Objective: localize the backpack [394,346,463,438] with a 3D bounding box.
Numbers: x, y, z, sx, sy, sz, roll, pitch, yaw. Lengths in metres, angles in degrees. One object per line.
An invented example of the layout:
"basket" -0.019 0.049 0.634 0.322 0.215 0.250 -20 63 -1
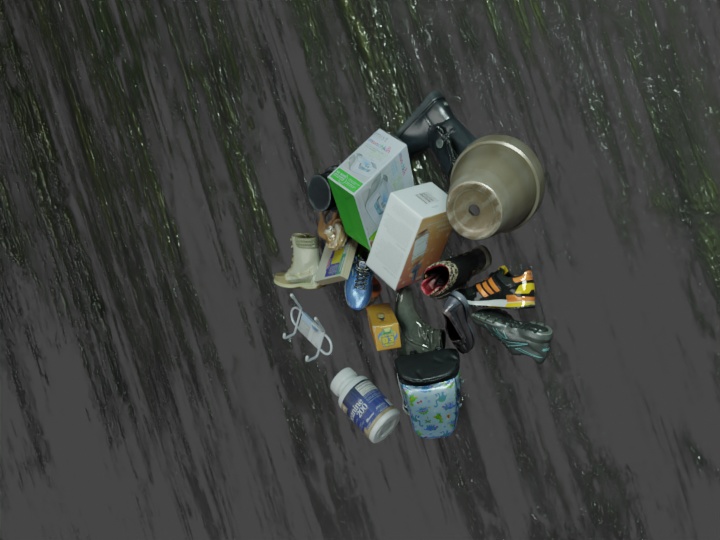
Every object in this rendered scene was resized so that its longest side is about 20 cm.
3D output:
"backpack" 0.172 0.303 1.637 0.203 0.158 0.156 82 180 -48

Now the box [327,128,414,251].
"box" 0.032 -0.183 1.557 0.096 0.176 0.202 35 159 32

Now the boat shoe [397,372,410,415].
"boat shoe" 0.136 0.344 1.758 0.073 0.066 0.205 -19 89 48

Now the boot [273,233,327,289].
"boot" -0.184 -0.029 1.973 0.196 0.071 0.159 3 106 41

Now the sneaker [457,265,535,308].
"sneaker" 0.297 0.035 1.492 0.197 0.069 0.093 2 89 47

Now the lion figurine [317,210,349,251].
"lion figurine" -0.071 -0.110 1.746 0.200 0.071 0.126 -178 105 -74

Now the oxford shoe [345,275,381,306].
"oxford shoe" -0.028 0.012 1.822 0.201 0.070 0.074 50 137 22

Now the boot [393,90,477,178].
"boot" 0.161 -0.270 1.518 0.200 0.075 0.170 -47 65 38

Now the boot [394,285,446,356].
"boot" 0.156 0.139 1.681 0.128 0.067 0.206 11 116 37

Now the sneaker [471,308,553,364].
"sneaker" 0.323 0.142 1.485 0.197 0.074 0.082 20 120 42

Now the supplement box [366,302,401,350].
"supplement box" 0.056 0.138 1.694 0.200 0.065 0.071 -110 12 -80

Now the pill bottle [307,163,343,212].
"pill bottle" -0.030 -0.203 1.654 0.110 0.197 0.115 17 115 42

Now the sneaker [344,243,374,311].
"sneaker" 0.000 0.000 1.720 0.076 0.089 0.206 8 87 3

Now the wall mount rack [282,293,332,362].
"wall mount rack" -0.162 0.165 2.011 0.199 0.074 0.177 39 128 31

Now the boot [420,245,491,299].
"boot" 0.189 0.020 1.530 0.199 0.149 0.075 -37 77 46

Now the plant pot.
"plant pot" 0.253 -0.148 1.353 0.195 0.173 0.205 13 120 23

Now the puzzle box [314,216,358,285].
"puzzle box" -0.050 -0.065 1.754 0.132 0.025 0.205 -12 57 55

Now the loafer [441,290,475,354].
"loafer" 0.214 0.130 1.547 0.071 0.063 0.203 31 152 35

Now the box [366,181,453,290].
"box" 0.122 -0.080 1.568 0.106 0.150 0.204 40 130 28

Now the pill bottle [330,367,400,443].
"pill bottle" 0.008 0.365 1.869 0.199 0.109 0.113 42 130 29
